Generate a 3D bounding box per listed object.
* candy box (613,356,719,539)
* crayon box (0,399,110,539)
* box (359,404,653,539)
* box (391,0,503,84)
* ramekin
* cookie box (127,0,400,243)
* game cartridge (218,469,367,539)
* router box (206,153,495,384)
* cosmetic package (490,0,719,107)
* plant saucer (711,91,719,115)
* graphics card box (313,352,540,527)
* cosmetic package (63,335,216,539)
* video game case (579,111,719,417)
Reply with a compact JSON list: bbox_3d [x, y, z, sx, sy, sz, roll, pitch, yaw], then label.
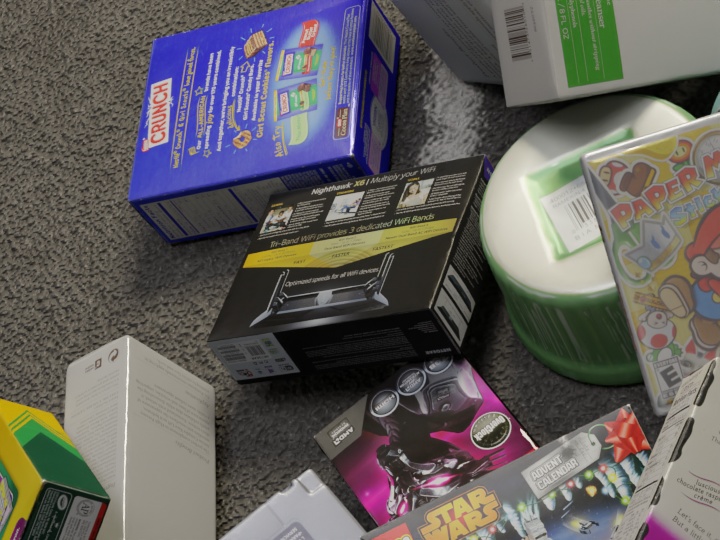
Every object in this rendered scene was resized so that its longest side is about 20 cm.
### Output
[{"bbox_3d":[0.232,0.175,1.425,0.136,0.061,0.201,30,69,-5],"label":"candy box"},{"bbox_3d":[-0.254,0.214,1.617,0.201,0.058,0.173,-68,24,8],"label":"crayon box"},{"bbox_3d":[0.117,0.193,1.483,0.199,0.040,0.138,-27,77,1],"label":"box"},{"bbox_3d":[0.115,-0.275,1.733,0.200,0.199,0.171,-50,25,-13],"label":"box"},{"bbox_3d":[0.181,-0.029,1.617,0.199,0.098,0.201,-14,52,19],"label":"ramekin"},{"bbox_3d":[-0.077,-0.123,1.839,0.199,0.075,0.172,-10,54,22],"label":"cookie box"},{"bbox_3d":[-0.068,0.247,1.557,0.200,0.041,0.133,-38,70,-13],"label":"game cartridge"},{"bbox_3d":[0.000,0.000,1.692,0.199,0.052,0.158,-9,42,33],"label":"router box"},{"bbox_3d":[0.199,-0.185,1.640,0.199,0.108,0.085,-13,4,-24],"label":"cosmetic package"},{"bbox_3d":[0.330,-0.139,1.552,0.199,0.200,0.028,-20,75,14],"label":"plant saucer"},{"bbox_3d":[0.068,0.151,1.585,0.125,0.051,0.200,-38,48,-1],"label":"graphics card box"},{"bbox_3d":[-0.161,0.160,1.661,0.074,0.102,0.201,-27,46,31],"label":"cosmetic package"},{"bbox_3d":[0.265,-0.018,1.515,0.199,0.023,0.183,-17,90,0],"label":"video game case"}]
